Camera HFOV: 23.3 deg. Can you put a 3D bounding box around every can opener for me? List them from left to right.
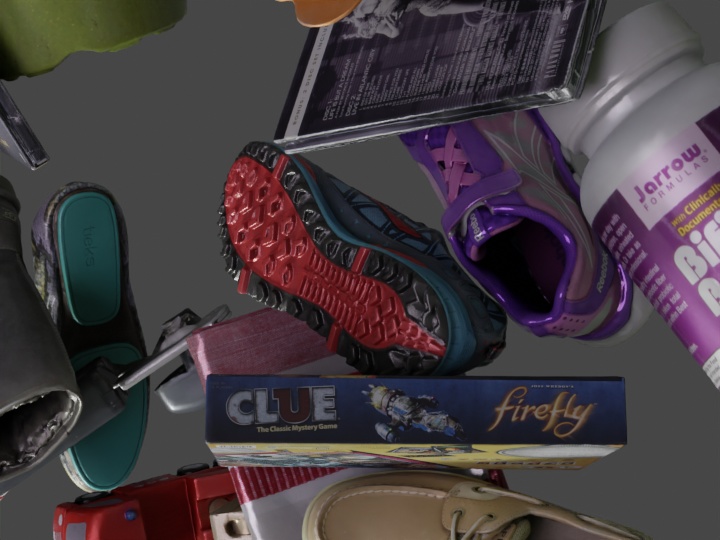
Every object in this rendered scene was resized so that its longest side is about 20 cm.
[{"bbox_3d":[-0.152,0.089,1.067,0.200,0.053,0.067,-35,99,4],"label":"can opener"}]

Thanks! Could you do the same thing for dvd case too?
[{"bbox_3d":[-0.245,-0.133,1.056,0.149,0.016,0.200,59,170,-15],"label":"dvd case"},{"bbox_3d":[0.047,-0.138,0.879,0.200,0.016,0.149,-6,60,45],"label":"dvd case"}]

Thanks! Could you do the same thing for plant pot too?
[{"bbox_3d":[-0.187,-0.218,1.016,0.200,0.200,0.190,-7,108,35],"label":"plant pot"}]

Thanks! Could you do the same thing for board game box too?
[{"bbox_3d":[0.024,0.078,0.885,0.199,0.136,0.035,1,79,-2],"label":"board game box"}]

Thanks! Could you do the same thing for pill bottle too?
[{"bbox_3d":[0.176,-0.027,0.828,0.112,0.112,0.200,-46,73,32],"label":"pill bottle"}]

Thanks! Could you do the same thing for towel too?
[{"bbox_3d":[0.002,0.106,0.960,0.023,0.144,0.201,114,137,-76],"label":"towel"}]

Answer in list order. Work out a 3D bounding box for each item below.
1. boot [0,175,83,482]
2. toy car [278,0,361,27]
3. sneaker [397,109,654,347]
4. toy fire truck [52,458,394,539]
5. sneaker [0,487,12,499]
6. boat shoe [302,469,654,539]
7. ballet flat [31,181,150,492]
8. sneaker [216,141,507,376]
[{"bbox_3d":[-0.255,0.054,1.071,0.182,0.072,0.200,-40,53,21],"label":"boot"},{"bbox_3d":[0.010,-0.211,0.828,0.176,0.184,0.201,-4,76,35],"label":"toy car"},{"bbox_3d":[0.071,-0.042,0.914,0.080,0.088,0.200,-46,72,33],"label":"sneaker"},{"bbox_3d":[-0.066,0.139,1.011,0.141,0.199,0.049,-5,97,64],"label":"toy fire truck"},{"bbox_3d":[-0.317,0.094,1.218,0.200,0.078,0.116,46,120,20],"label":"sneaker"},{"bbox_3d":[0.068,0.146,0.912,0.199,0.065,0.072,11,80,2],"label":"boat shoe"},{"bbox_3d":[-0.176,0.041,1.125,0.072,0.072,0.201,4,101,34],"label":"ballet flat"},{"bbox_3d":[0.000,0.000,0.946,0.200,0.095,0.079,43,114,36],"label":"sneaker"}]
